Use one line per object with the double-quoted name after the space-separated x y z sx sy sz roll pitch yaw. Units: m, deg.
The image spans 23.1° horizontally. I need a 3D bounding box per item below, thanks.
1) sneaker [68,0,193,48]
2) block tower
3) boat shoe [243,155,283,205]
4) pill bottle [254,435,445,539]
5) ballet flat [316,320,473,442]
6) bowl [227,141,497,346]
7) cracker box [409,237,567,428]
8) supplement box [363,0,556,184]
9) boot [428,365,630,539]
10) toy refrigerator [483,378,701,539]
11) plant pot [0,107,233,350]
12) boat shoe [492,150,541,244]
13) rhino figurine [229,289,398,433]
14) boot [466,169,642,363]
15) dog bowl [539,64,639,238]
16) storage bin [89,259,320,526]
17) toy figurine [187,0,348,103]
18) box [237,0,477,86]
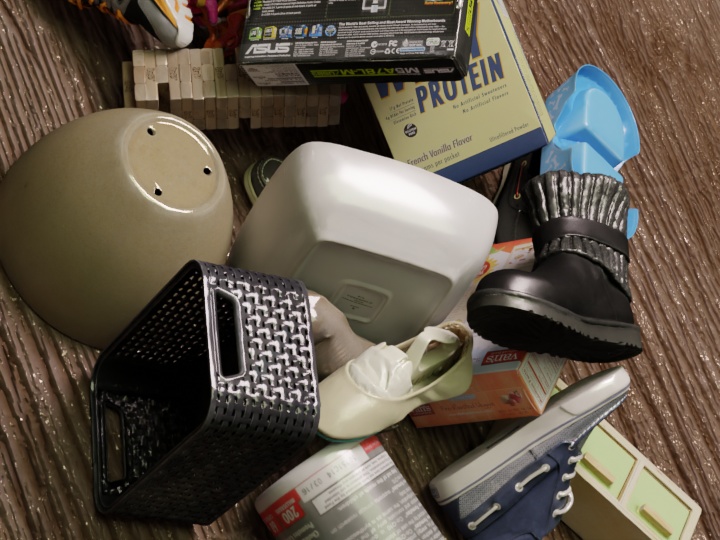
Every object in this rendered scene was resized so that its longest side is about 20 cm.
-0.225 -0.257 1.553 0.200 0.077 0.078 44 5 17 "sneaker"
-0.109 -0.160 1.551 0.198 0.054 0.058 -4 64 -6 "block tower"
-0.016 -0.037 1.593 0.201 0.066 0.072 44 46 -5 "boat shoe"
0.014 0.236 1.409 0.114 0.114 0.201 -28 81 -44 "pill bottle"
0.030 0.081 1.426 0.199 0.069 0.070 -18 74 -53 "ballet flat"
0.000 0.000 1.481 0.198 0.200 0.075 17 47 -18 "bowl"
0.129 0.052 1.593 0.058 0.133 0.200 60 41 -26 "cracker box"
0.081 -0.185 1.622 0.200 0.133 0.201 -37 105 -79 "supplement box"
0.164 0.169 1.532 0.091 0.199 0.073 56 8 -2 "boot"
0.215 0.190 1.619 0.200 0.070 0.076 43 46 -7 "toy refrigerator"
-0.181 -0.054 1.435 0.199 0.134 0.202 19 52 -26 "plant pot"
0.176 -0.066 1.759 0.073 0.063 0.203 33 50 -22 "boat shoe"
-0.022 0.086 1.475 0.200 0.087 0.060 44 11 -40 "rhino figurine"
0.159 -0.013 1.490 0.210 0.079 0.159 17 65 -48 "boot"
0.224 -0.110 1.746 0.111 0.049 0.201 38 43 -33 "dog bowl"
-0.121 0.097 1.336 0.093 0.200 0.136 11 56 -30 "storage bin"
-0.087 -0.221 1.632 0.199 0.150 0.185 -20 85 -22 "toy figurine"
0.004 -0.254 1.503 0.048 0.198 0.195 51 44 -59 "box"
